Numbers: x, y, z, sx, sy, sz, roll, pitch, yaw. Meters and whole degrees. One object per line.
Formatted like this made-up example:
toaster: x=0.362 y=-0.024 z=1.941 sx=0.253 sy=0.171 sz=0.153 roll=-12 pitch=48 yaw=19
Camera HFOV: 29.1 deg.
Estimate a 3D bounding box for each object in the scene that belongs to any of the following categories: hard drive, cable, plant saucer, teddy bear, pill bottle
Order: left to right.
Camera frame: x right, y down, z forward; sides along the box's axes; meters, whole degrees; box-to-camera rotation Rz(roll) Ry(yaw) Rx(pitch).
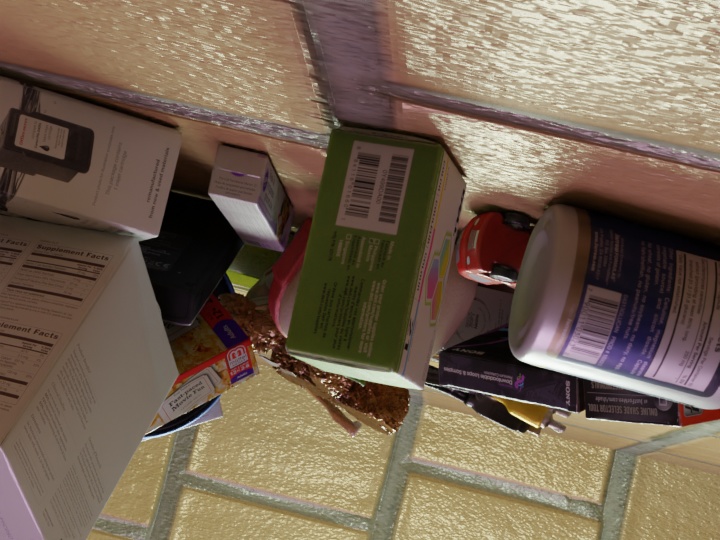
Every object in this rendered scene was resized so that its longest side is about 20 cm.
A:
hard drive: x=-0.181 y=-0.021 z=1.177 sx=0.138 sy=0.033 sz=0.200 roll=13 pitch=-156 yaw=5
plant saucer: x=-0.106 y=-0.006 z=1.419 sx=0.198 sy=0.048 sz=0.200 roll=16 pitch=172 yaw=-12
teddy bear: x=-0.040 y=0.070 z=1.232 sx=0.199 sy=0.067 sz=0.145 roll=26 pitch=167 yaw=16
cable: x=0.112 y=0.109 z=1.381 sx=0.199 sy=0.051 sz=0.097 roll=27 pitch=-170 yaw=-4
pill bottle: x=0.210 y=0.031 z=0.947 sx=0.198 sy=0.112 sz=0.111 roll=15 pitch=171 yaw=-5

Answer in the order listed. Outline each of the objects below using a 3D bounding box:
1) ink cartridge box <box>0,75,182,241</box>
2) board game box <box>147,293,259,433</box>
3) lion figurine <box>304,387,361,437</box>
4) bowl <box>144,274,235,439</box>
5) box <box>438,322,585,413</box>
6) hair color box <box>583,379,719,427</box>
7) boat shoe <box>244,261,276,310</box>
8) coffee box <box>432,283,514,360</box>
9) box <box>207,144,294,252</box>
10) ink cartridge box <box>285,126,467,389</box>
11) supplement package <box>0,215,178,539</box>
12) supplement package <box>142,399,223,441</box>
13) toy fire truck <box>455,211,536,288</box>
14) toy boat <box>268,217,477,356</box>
ink cartridge box: x=-0.251 y=-0.084 z=1.025 sx=0.199 sy=0.084 sz=0.145 roll=16 pitch=172 yaw=-22
board game box: x=-0.208 y=0.076 z=1.162 sx=0.151 sy=0.199 sz=0.047 roll=44 pitch=154 yaw=42
lion figurine: x=-0.033 y=0.088 z=1.370 sx=0.122 sy=0.073 sz=0.200 roll=39 pitch=-177 yaw=-3
bowl: x=-0.200 y=0.057 z=1.268 sx=0.199 sy=0.202 sz=0.039 roll=18 pitch=178 yaw=-25
box: x=0.182 y=0.070 z=1.209 sx=0.142 sy=0.036 sz=0.199 roll=8 pitch=-161 yaw=40
hair color box: x=0.280 y=0.079 z=1.097 sx=0.199 sy=0.062 sz=0.101 roll=-6 pitch=-178 yaw=-37
boat shoe: x=-0.052 y=0.013 z=1.297 sx=0.074 sy=0.067 sz=0.200 roll=25 pitch=154 yaw=-27
coffee box: x=0.106 y=0.051 z=1.339 sx=0.199 sy=0.080 sz=0.114 roll=19 pitch=170 yaw=-33
box: x=-0.084 y=-0.054 z=1.110 sx=0.041 sy=0.039 sz=0.200 roll=11 pitch=171 yaw=6
ink cartridge box: x=0.025 y=0.004 z=0.947 sx=0.075 sy=0.149 sz=0.200 roll=10 pitch=172 yaw=16
supplement package: x=-0.253 y=0.085 z=1.011 sx=0.150 sy=0.201 sz=0.152 roll=9 pitch=136 yaw=19
supplement package: x=-0.218 y=0.052 z=1.341 sx=0.113 sy=0.202 sz=0.109 roll=-14 pitch=-169 yaw=-23
toy fire truck: x=0.156 y=0.007 z=1.087 sx=0.199 sy=0.049 sz=0.141 roll=17 pitch=172 yaw=-16
toy boat: x=0.000 y=0.000 z=1.147 sx=0.199 sy=0.131 sz=0.131 roll=24 pitch=-163 yaw=-45
